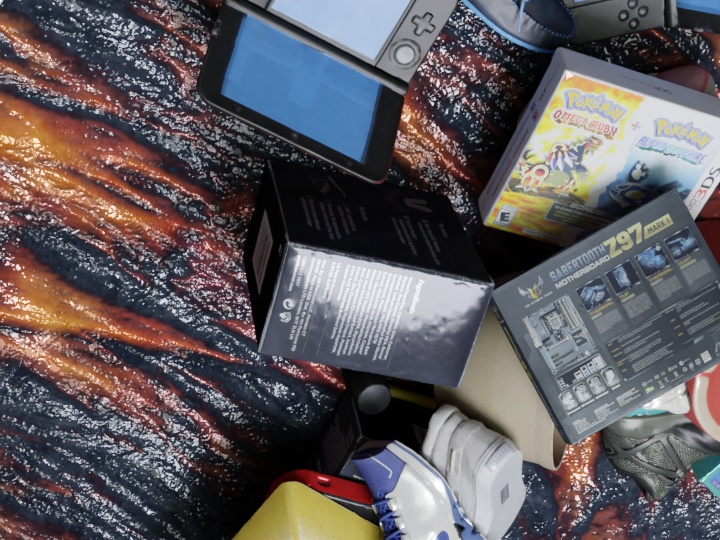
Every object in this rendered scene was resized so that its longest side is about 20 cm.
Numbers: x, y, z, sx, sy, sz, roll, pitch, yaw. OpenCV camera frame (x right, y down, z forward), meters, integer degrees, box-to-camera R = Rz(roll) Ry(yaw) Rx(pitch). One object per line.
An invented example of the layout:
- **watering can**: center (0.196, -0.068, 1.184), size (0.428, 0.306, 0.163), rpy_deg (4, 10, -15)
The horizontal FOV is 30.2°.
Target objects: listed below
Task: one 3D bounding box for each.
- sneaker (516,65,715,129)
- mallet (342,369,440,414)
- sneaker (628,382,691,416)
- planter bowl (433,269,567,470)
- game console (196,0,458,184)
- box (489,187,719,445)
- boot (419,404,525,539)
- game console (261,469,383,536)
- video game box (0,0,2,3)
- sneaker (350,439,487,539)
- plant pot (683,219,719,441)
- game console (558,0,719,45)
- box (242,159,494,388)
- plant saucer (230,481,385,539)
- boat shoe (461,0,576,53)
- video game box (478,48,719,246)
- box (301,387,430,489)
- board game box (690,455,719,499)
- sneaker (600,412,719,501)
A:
- **sneaker**: center (0.242, -0.160, 1.298), size (0.199, 0.076, 0.105), rpy_deg (-31, 122, 10)
- **mallet**: center (0.074, 0.145, 1.423), size (0.198, 0.066, 0.042), rpy_deg (21, 109, -19)
- **sneaker**: center (0.259, 0.090, 1.329), size (0.078, 0.200, 0.079), rpy_deg (-14, 106, -4)
- **planter bowl**: center (0.151, 0.090, 1.355), size (0.133, 0.200, 0.203), rpy_deg (9, 117, 17)
- **game console**: center (-0.025, -0.208, 1.204), size (0.198, 0.119, 0.173), rpy_deg (24, 119, -20)
- **box**: center (0.237, 0.042, 1.219), size (0.198, 0.051, 0.159), rpy_deg (-29, 86, -2)
- **boot**: center (0.110, 0.205, 1.342), size (0.073, 0.095, 0.201), rpy_deg (-40, 151, -25)
- **game console**: center (-0.022, 0.299, 1.390), size (0.198, 0.031, 0.178), rpy_deg (18, 117, -16)
- **video game box**: center (-0.307, -0.257, 1.101), size (0.047, 0.183, 0.201), rpy_deg (33, 107, -22)
- **sneaker**: center (0.051, 0.270, 1.308), size (0.115, 0.080, 0.200), rpy_deg (-42, 98, -24)
- **plant pot**: center (0.378, 0.075, 1.378), size (0.197, 0.178, 0.203), rpy_deg (-4, 117, -8)
- **game console**: center (0.268, -0.302, 1.212), size (0.168, 0.119, 0.203), rpy_deg (-13, 116, -4)
- **box**: center (0.000, 0.000, 1.267), size (0.197, 0.197, 0.119), rpy_deg (11, 114, -14)
- **plant saucer**: center (-0.053, 0.334, 1.361), size (0.199, 0.049, 0.200), rpy_deg (32, 112, -23)
- **boat shoe**: center (0.126, -0.271, 1.216), size (0.198, 0.085, 0.069), rpy_deg (29, 136, -23)
- **video game box**: center (0.238, -0.098, 1.261), size (0.197, 0.047, 0.184), rpy_deg (14, 125, -15)
- **box**: center (0.036, 0.255, 1.448), size (0.198, 0.104, 0.184), rpy_deg (23, 109, -19)
- **board game box**: center (0.499, 0.206, 1.535), size (0.200, 0.045, 0.152), rpy_deg (-44, 115, 12)
- **sneaker**: center (0.365, 0.193, 1.488), size (0.196, 0.077, 0.116), rpy_deg (-3, 119, 0)
